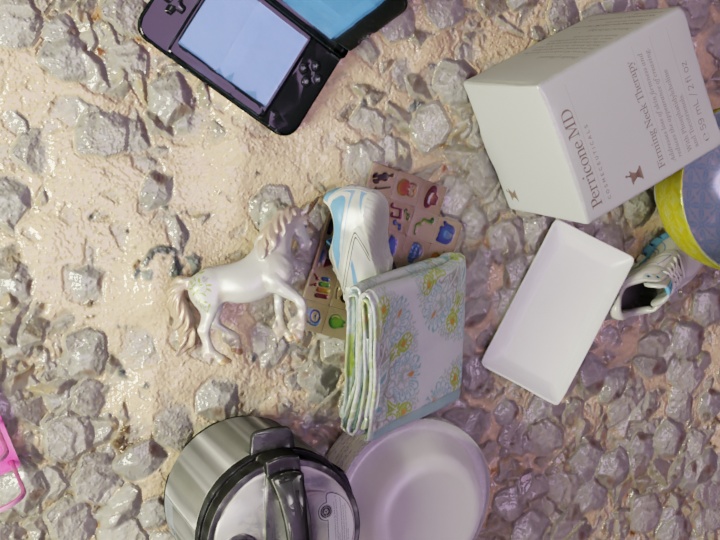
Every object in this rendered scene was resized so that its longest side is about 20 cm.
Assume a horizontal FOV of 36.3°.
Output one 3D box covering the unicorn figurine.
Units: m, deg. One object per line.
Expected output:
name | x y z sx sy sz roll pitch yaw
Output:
unicorn figurine | -0.108 0.014 1.143 0.199 0.074 0.138 -18 95 -15

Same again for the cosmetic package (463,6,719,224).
cosmetic package | 0.258 -0.176 1.232 0.200 0.166 0.168 -30 110 -16

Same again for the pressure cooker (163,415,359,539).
pressure cooker | -0.098 0.255 1.121 0.176 0.200 0.179 45 79 -23

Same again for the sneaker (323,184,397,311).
sneaker | 0.000 0.000 1.200 0.072 0.072 0.201 -33 126 -46

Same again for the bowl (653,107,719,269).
bowl | 0.427 -0.098 1.350 0.199 0.108 0.201 -1 92 -30

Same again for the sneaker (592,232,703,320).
sneaker | 0.368 0.015 1.361 0.200 0.087 0.075 -30 108 -19

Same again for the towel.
towel | 0.053 0.081 1.201 0.200 0.048 0.172 -17 117 -51

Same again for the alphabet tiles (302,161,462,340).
alphabet tiles | 0.027 -0.013 1.241 0.167 0.008 0.201 16 91 -26

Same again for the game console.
game console | -0.088 -0.251 1.086 0.200 0.119 0.173 34 84 -25

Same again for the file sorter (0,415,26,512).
file sorter | -0.404 0.136 1.000 0.139 0.125 0.201 -23 108 -20

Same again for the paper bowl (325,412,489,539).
paper bowl | 0.057 0.262 1.249 0.200 0.104 0.202 -5 101 -25

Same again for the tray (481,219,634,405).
tray | 0.236 0.050 1.320 0.107 0.022 0.201 28 86 9
